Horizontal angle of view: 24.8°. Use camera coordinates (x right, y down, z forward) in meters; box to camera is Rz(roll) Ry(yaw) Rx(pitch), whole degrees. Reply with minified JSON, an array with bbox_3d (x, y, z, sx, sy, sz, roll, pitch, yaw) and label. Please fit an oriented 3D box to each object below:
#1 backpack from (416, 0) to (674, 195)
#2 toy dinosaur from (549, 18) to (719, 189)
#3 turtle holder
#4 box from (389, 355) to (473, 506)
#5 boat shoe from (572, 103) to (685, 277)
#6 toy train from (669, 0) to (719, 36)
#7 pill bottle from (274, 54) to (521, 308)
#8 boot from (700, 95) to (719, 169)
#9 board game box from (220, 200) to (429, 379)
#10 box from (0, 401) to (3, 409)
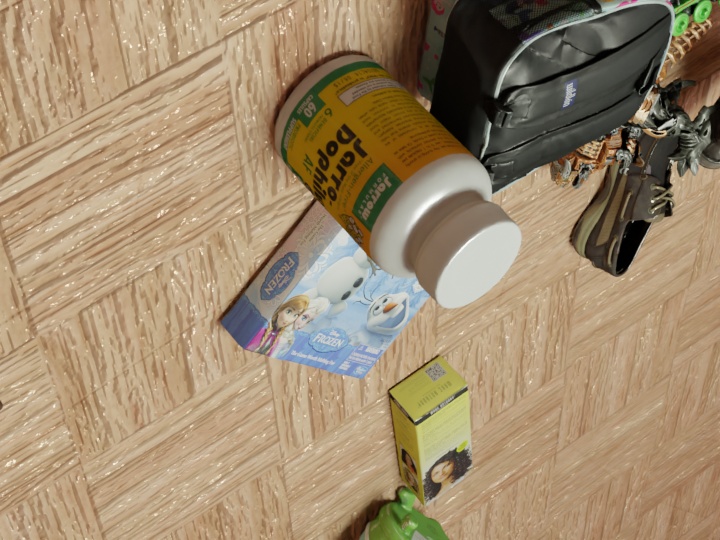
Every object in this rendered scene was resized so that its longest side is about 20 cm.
[{"bbox_3d":[0.149,-0.172,1.320,0.199,0.151,0.178,-21,147,-21],"label":"backpack"},{"bbox_3d":[0.265,-0.151,1.552,0.135,0.103,0.200,16,142,-39],"label":"toy dinosaur"},{"bbox_3d":[0.047,0.335,1.882,0.141,0.186,0.132,36,101,-27],"label":"turtle holder"},{"bbox_3d":[0.079,0.178,1.784,0.075,0.050,0.201,-34,148,-15],"label":"box"},{"bbox_3d":[0.293,-0.079,1.689,0.074,0.073,0.201,-14,139,-41],"label":"boat shoe"},{"bbox_3d":[0.336,-0.276,1.482,0.199,0.042,0.057,-31,137,-22],"label":"toy train"},{"bbox_3d":[0.030,-0.066,1.263,0.112,0.200,0.113,-30,148,-21],"label":"pill bottle"},{"bbox_3d":[0.399,-0.186,1.587,0.201,0.069,0.174,-58,178,-12],"label":"boot"},{"bbox_3d":[0.000,0.000,1.469,0.199,0.043,0.199,-52,149,13],"label":"board game box"},{"bbox_3d":[-0.337,0.062,1.119,0.100,0.075,0.200,-39,148,-6],"label":"box"}]
